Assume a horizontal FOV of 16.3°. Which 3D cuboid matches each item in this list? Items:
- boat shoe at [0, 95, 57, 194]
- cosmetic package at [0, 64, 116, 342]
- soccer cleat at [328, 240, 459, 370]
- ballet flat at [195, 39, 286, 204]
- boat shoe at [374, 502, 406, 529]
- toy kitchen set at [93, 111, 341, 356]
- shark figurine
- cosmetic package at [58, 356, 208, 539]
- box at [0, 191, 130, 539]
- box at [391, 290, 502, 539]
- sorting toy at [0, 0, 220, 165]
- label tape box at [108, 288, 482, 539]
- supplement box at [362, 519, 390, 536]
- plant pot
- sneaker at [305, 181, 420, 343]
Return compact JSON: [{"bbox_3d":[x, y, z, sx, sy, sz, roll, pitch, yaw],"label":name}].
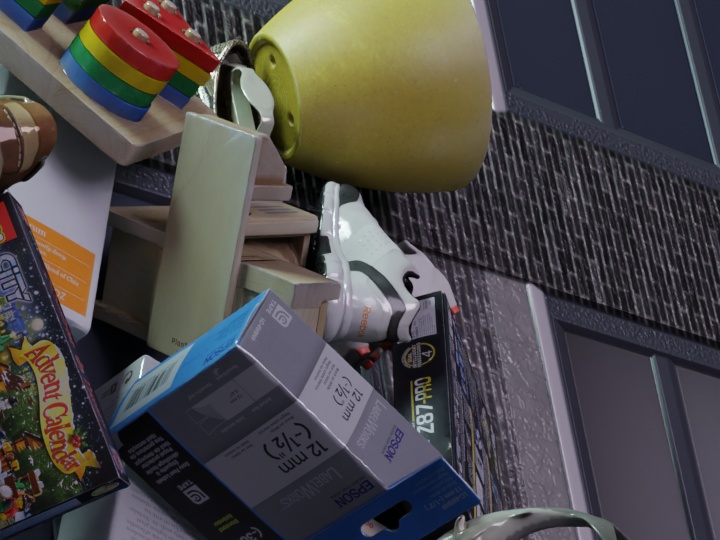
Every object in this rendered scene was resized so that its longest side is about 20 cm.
[{"bbox_3d":[-0.251,-0.074,1.624,0.073,0.200,0.076,-16,98,-27],"label":"boat shoe"},{"bbox_3d":[-0.230,-0.042,1.721,0.101,0.071,0.201,30,44,-29],"label":"cosmetic package"},{"bbox_3d":[0.005,0.030,1.928,0.078,0.069,0.200,54,30,6],"label":"soccer cleat"},{"bbox_3d":[-0.090,-0.089,1.900,0.068,0.075,0.201,14,54,-41],"label":"ballet flat"},{"bbox_3d":[-0.031,0.135,1.802,0.199,0.074,0.074,20,50,-35],"label":"boat shoe"},{"bbox_3d":[-0.053,-0.024,1.742,0.180,0.199,0.164,-3,108,-46],"label":"toy kitchen set"},{"bbox_3d":[0.081,0.213,1.726,0.128,0.214,0.090,49,-15,36],"label":"shark figurine"},{"bbox_3d":[-0.137,0.169,1.652,0.101,0.071,0.201,33,42,-26],"label":"cosmetic package"},{"bbox_3d":[-0.244,0.069,1.579,0.038,0.136,0.201,64,2,-76],"label":"box"},{"bbox_3d":[0.067,0.139,1.835,0.201,0.049,0.162,-92,163,-49],"label":"box"},{"bbox_3d":[-0.190,-0.174,1.771,0.199,0.070,0.200,41,15,4],"label":"sorting toy"},{"bbox_3d":[-0.043,0.126,1.597,0.200,0.143,0.066,46,38,-13],"label":"label tape box"},{"bbox_3d":[-0.032,0.257,1.710,0.126,0.073,0.201,35,43,-26],"label":"supplement box"},{"bbox_3d":[-0.007,-0.147,1.966,0.141,0.200,0.201,-13,71,-24],"label":"plant pot"},{"bbox_3d":[0.000,0.000,1.860,0.079,0.074,0.200,9,29,-8],"label":"sneaker"}]
